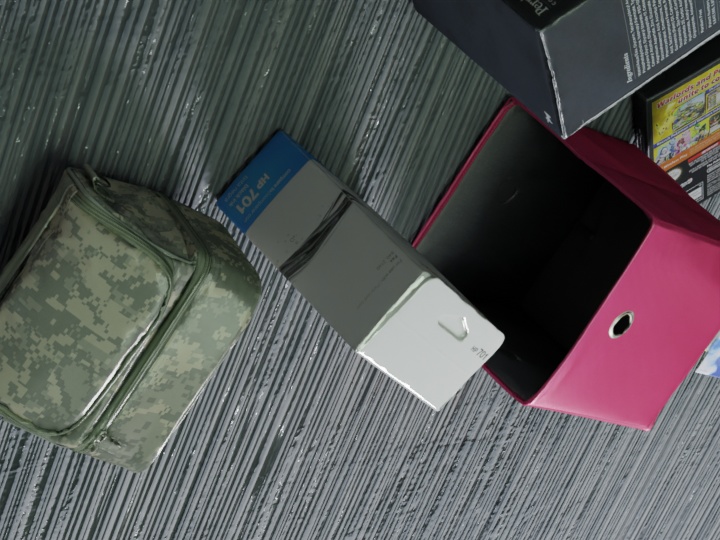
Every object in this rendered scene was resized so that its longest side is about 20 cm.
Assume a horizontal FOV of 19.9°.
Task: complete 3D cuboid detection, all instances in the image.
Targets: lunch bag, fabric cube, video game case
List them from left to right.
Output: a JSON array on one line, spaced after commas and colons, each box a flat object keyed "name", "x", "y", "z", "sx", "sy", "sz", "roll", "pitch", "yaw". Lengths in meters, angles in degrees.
[{"name": "lunch bag", "x": -0.198, "y": 0.033, "z": 1.511, "sx": 0.167, "sy": 0.139, "sz": 0.200, "roll": 27, "pitch": 105, "yaw": -35}, {"name": "fabric cube", "x": 0.192, "y": -0.001, "z": 1.777, "sx": 0.199, "sy": 0.200, "sz": 0.197, "roll": 16, "pitch": 113, "yaw": -49}, {"name": "video game case", "x": 0.342, "y": -0.148, "z": 1.919, "sx": 0.200, "sy": 0.026, "sz": 0.181, "roll": -31, "pitch": 142, "yaw": -16}]

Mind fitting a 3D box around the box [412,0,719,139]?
[{"name": "box", "x": 0.159, "y": -0.236, "z": 1.518, "sx": 0.196, "sy": 0.200, "sz": 0.124, "roll": -36, "pitch": 141, "yaw": -11}]

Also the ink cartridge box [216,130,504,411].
[{"name": "ink cartridge box", "x": 0.000, "y": 0.000, "z": 1.598, "sx": 0.086, "sy": 0.200, "sz": 0.146, "roll": -46, "pitch": 143, "yaw": 4}]

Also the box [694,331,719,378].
[{"name": "box", "x": 0.423, "y": 0.022, "z": 2.141, "sx": 0.122, "sy": 0.048, "sz": 0.200, "roll": 14, "pitch": 116, "yaw": -48}]
